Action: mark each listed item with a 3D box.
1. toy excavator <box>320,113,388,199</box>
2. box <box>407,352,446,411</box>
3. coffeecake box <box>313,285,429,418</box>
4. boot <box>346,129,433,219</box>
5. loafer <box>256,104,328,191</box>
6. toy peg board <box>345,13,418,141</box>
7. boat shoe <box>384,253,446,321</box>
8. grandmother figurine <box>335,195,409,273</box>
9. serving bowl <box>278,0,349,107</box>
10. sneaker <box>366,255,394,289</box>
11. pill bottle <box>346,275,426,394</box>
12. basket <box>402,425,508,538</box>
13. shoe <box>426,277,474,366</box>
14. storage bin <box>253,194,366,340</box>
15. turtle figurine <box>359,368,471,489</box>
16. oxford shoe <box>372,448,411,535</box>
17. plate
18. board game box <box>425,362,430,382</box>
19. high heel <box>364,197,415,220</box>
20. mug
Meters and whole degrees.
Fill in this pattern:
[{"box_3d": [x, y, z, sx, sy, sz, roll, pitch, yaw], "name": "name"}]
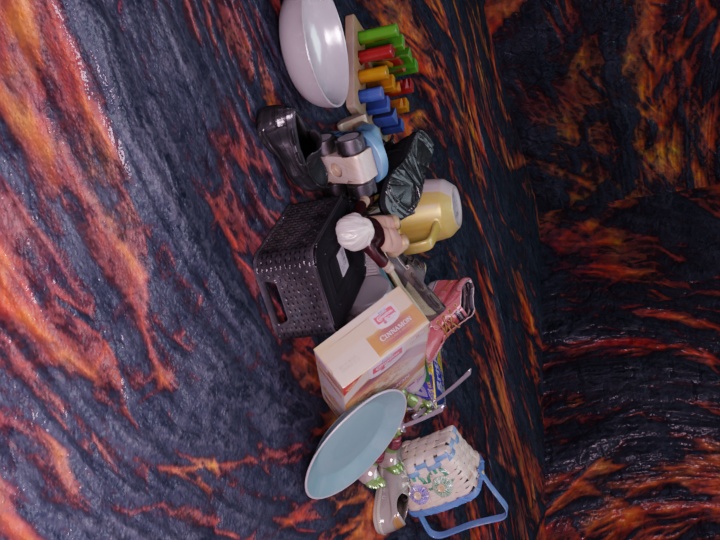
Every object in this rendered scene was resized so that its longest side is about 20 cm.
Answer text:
[{"box_3d": [-0.005, -0.207, 1.532, 0.199, 0.192, 0.101, -36, 120, -37], "name": "toy excavator"}, {"box_3d": [0.123, 0.180, 1.828, 0.064, 0.069, 0.204, 11, 72, -65], "name": "box"}, {"box_3d": [0.018, 0.132, 1.314, 0.073, 0.153, 0.201, 48, -16, 22], "name": "coffeecake box"}, {"box_3d": [0.035, -0.152, 1.570, 0.073, 0.161, 0.200, 42, 53, -28], "name": "boot"}, {"box_3d": [-0.086, -0.177, 1.350, 0.201, 0.069, 0.069, 50, 37, -58], "name": "loafer"}, {"box_3d": [0.049, -0.371, 1.786, 0.200, 0.096, 0.203, 42, 44, -62], "name": "toy peg board"}, {"box_3d": [0.081, 0.006, 1.534, 0.202, 0.065, 0.072, 58, 0, -28], "name": "boat shoe"}, {"box_3d": [0.017, -0.051, 1.352, 0.122, 0.060, 0.199, 58, 17, 13], "name": "grandmother figurine"}, {"box_3d": [-0.081, -0.355, 1.441, 0.200, 0.065, 0.204, -7, 90, -72], "name": "serving bowl"}, {"box_3d": [0.000, 0.000, 1.570, 0.201, 0.073, 0.082, 56, 3, -45], "name": "sneaker"}, {"box_3d": [0.038, 0.114, 1.539, 0.113, 0.110, 0.202, -72, 149, -52], "name": "pill bottle"}, {"box_3d": [0.159, 0.407, 1.701, 0.201, 0.175, 0.140, 54, 27, -19], "name": "basket"}, {"box_3d": [0.160, 0.098, 1.756, 0.072, 0.090, 0.202, 48, 47, -34], "name": "shoe"}, {"box_3d": [-0.066, -0.007, 1.308, 0.201, 0.092, 0.137, -64, 142, -58], "name": "storage bin"}, {"box_3d": [0.072, 0.255, 1.468, 0.144, 0.196, 0.197, -88, -172, -69], "name": "turtle figurine"}, {"box_3d": [0.062, 0.368, 1.597, 0.202, 0.057, 0.076, -82, 154, -42], "name": "oxford shoe"}, {"box_3d": [-0.011, 0.245, 1.313, 0.201, 0.026, 0.200, -49, 151, -2], "name": "plate"}, {"box_3d": [0.076, 0.097, 1.679, 0.134, 0.029, 0.204, -166, -116, -72], "name": "board game box"}, {"box_3d": [0.008, -0.080, 1.645, 0.072, 0.141, 0.200, 64, -13, -4], "name": "high heel"}, {"box_3d": [0.120, -0.099, 1.804, 0.149, 0.150, 0.190, 46, 41, -61], "name": "mug"}]
